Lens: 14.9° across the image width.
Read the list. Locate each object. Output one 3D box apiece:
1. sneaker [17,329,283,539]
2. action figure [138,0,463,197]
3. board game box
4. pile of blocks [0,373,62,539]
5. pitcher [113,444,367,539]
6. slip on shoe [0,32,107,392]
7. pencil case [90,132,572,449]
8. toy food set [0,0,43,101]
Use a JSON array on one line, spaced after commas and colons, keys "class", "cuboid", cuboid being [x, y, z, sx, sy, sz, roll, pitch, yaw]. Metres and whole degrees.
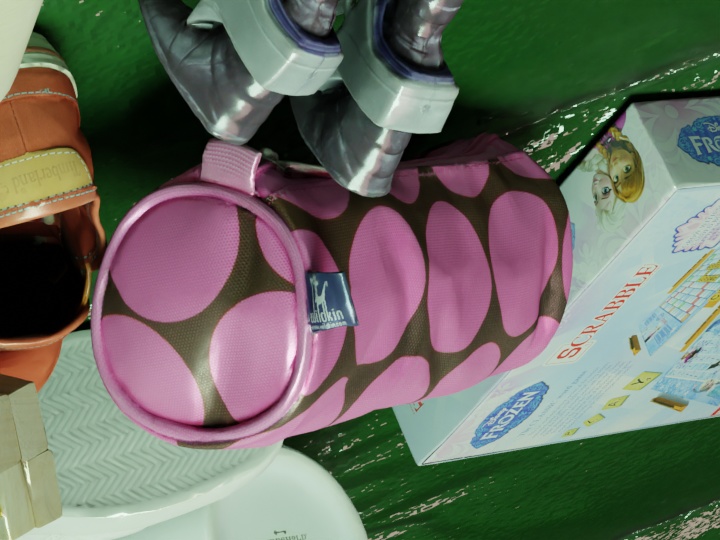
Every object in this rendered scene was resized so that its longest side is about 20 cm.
[{"class": "sneaker", "cuboid": [-0.123, 0.083, 1.014, 0.199, 0.074, 0.116, -12, 157, -3]}, {"class": "action figure", "cuboid": [0.027, -0.109, 0.758, 0.130, 0.070, 0.200, 11, 135, -42]}, {"class": "board game box", "cuboid": [0.138, 0.000, 1.112, 0.199, 0.041, 0.200, -6, 150, -37]}, {"class": "pile of blocks", "cuboid": [-0.171, 0.030, 0.798, 0.062, 0.082, 0.200, 9, 154, 42]}, {"class": "pitcher", "cuboid": [-0.069, 0.140, 1.125, 0.171, 0.122, 0.200, -6, 161, -44]}, {"class": "slip on shoe", "cuboid": [-0.114, 0.003, 0.860, 0.074, 0.061, 0.200, -17, 157, -20]}, {"class": "pencil case", "cuboid": [0.000, 0.000, 0.892, 0.090, 0.094, 0.200, 6, -172, 26]}, {"class": "toy food set", "cuboid": [-0.163, -0.077, 0.669, 0.199, 0.061, 0.144, -12, 163, -20]}]
